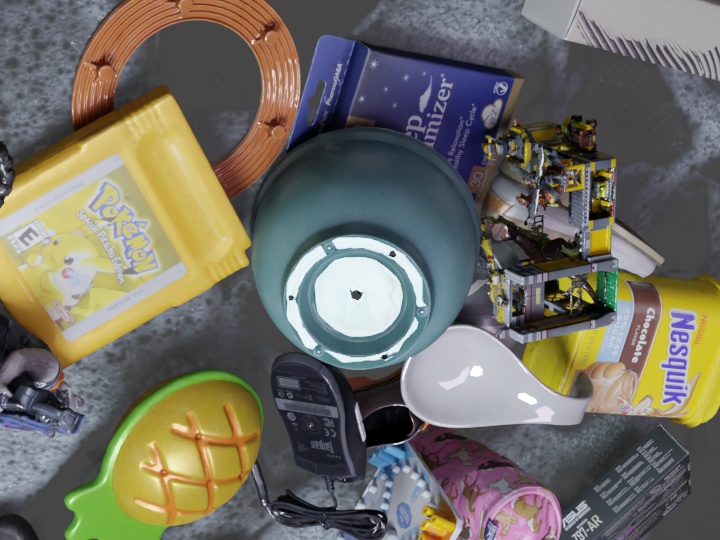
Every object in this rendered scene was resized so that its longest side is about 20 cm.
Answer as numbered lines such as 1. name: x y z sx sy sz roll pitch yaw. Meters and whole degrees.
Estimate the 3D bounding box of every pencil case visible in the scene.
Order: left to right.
1. pencil case: 0.103 0.209 1.551 0.086 0.200 0.083 -20 112 -20

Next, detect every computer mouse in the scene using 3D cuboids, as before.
1. computer mouse: -0.049 0.147 1.490 0.046 0.140 0.201 -46 127 -45

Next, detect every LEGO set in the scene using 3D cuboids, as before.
1. LEGO set: 0.138 -0.030 1.424 0.115 0.154 0.201 -10 118 -27

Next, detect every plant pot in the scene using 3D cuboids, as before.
1. plant pot: 0.000 0.000 1.376 0.199 0.134 0.202 1 115 3

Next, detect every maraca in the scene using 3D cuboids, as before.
1. maraca: -0.166 0.168 1.431 0.200 0.107 0.137 -45 129 -2

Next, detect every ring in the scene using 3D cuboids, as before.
1. ring: -0.136 -0.137 1.352 0.199 0.019 0.202 -13 120 -24

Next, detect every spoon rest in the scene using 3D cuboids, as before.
1. spoon rest: 0.128 0.104 1.516 0.199 0.061 0.100 12 108 -25

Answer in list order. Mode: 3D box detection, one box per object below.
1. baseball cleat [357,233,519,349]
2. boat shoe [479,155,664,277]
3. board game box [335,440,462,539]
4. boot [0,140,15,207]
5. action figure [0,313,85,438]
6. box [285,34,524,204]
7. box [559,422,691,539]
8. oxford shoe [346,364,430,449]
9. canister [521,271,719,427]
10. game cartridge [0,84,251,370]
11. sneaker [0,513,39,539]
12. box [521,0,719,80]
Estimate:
1. baseball cleat: 0.077 0.002 1.524 0.199 0.070 0.107 30 81 -39
2. boat shoe: 0.194 -0.035 1.561 0.199 0.075 0.069 27 100 -26
3. board game box: 0.006 0.266 1.527 0.026 0.200 0.201 27 99 -21
4. boot: -0.357 -0.055 1.179 0.210 0.158 0.080 -33 126 -12
5. action figure: -0.271 0.059 1.287 0.105 0.199 0.194 -56 134 -27
6. box: 0.039 -0.128 1.449 0.199 0.032 0.122 7 110 -31
7. box: 0.251 0.258 1.709 0.200 0.044 0.160 -41 156 -5
8. oxford shoe: 0.054 0.127 1.557 0.199 0.073 0.072 -18 122 -21
9. canister: 0.268 0.073 1.646 0.199 0.087 0.149 6 111 -30
10. game cartridge: -0.203 -0.029 1.343 0.199 0.032 0.177 -29 125 -2
11. sneaker: -0.301 0.302 1.447 0.090 0.076 0.201 -13 118 -16
12. box: 0.248 -0.227 1.487 0.199 0.082 0.069 9 110 -31
